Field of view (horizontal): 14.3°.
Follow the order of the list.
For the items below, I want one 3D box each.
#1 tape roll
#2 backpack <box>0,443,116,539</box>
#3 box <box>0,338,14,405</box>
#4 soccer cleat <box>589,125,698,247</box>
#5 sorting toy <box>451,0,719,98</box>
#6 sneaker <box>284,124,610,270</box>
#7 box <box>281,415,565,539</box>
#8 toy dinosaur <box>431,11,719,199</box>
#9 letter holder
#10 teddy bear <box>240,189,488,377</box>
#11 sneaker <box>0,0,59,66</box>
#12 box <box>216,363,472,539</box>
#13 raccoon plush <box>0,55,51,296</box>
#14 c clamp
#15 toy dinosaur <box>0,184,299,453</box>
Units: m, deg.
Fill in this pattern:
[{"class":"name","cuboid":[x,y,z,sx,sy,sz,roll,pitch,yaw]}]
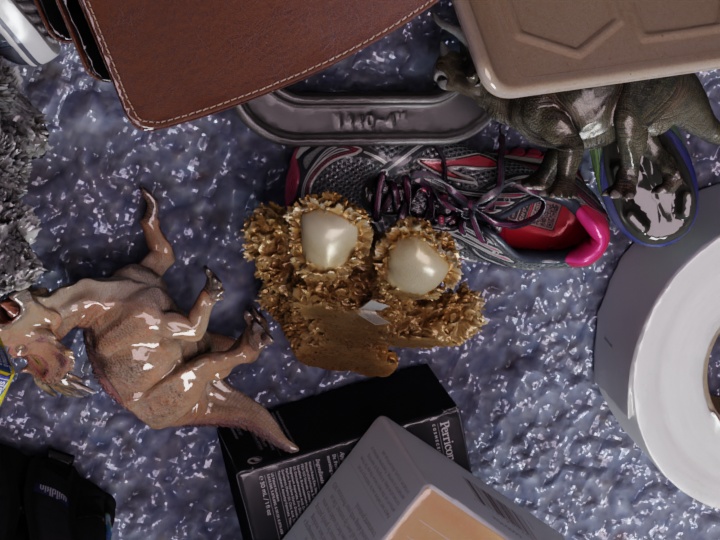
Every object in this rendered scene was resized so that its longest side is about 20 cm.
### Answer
[{"class":"tape roll","cuboid":[0.248,0.047,1.776,0.201,0.071,0.204,-6,112,-14]},{"class":"backpack","cuboid":[-0.214,0.190,1.621,0.163,0.200,0.154,23,101,-23]},{"class":"box","cuboid":[-0.243,0.037,1.555,0.064,0.200,0.070,19,105,-23]},{"class":"soccer cleat","cuboid":[0.150,-0.111,1.694,0.064,0.084,0.201,-16,93,1]},{"class":"sorting toy","cuboid":[0.130,-0.180,1.609,0.199,0.186,0.037,-6,151,-21]},{"class":"sneaker","cuboid":[0.053,-0.045,1.682,0.199,0.075,0.081,5,109,-17]},{"class":"box","cuboid":[0.020,0.217,1.669,0.152,0.106,0.200,34,98,-24]},{"class":"toy dinosaur","cuboid":[0.138,-0.093,1.614,0.199,0.077,0.103,1,97,0]},{"class":"letter holder","cuboid":[-0.070,-0.168,1.549,0.199,0.100,0.143,-26,100,-17]},{"class":"teddy bear","cuboid":[0.000,0.000,1.629,0.144,0.200,0.067,5,70,11]},{"class":"sneaker","cuboid":[-0.243,-0.178,1.545,0.079,0.079,0.200,-29,124,11]},{"class":"box","cuboid":[0.004,0.176,1.749,0.140,0.079,0.201,-15,113,-7]},{"class":"raccoon plush","cuboid":[-0.232,-0.069,1.494,0.096,0.134,0.200,-26,127,11]},{"class":"c clamp","cuboid":[0.013,-0.155,1.646,0.199,0.027,0.172,-8,98,-17]},{"class":"toy dinosaur","cuboid":[-0.129,0.049,1.657,0.135,0.086,0.200,-42,116,2]}]
